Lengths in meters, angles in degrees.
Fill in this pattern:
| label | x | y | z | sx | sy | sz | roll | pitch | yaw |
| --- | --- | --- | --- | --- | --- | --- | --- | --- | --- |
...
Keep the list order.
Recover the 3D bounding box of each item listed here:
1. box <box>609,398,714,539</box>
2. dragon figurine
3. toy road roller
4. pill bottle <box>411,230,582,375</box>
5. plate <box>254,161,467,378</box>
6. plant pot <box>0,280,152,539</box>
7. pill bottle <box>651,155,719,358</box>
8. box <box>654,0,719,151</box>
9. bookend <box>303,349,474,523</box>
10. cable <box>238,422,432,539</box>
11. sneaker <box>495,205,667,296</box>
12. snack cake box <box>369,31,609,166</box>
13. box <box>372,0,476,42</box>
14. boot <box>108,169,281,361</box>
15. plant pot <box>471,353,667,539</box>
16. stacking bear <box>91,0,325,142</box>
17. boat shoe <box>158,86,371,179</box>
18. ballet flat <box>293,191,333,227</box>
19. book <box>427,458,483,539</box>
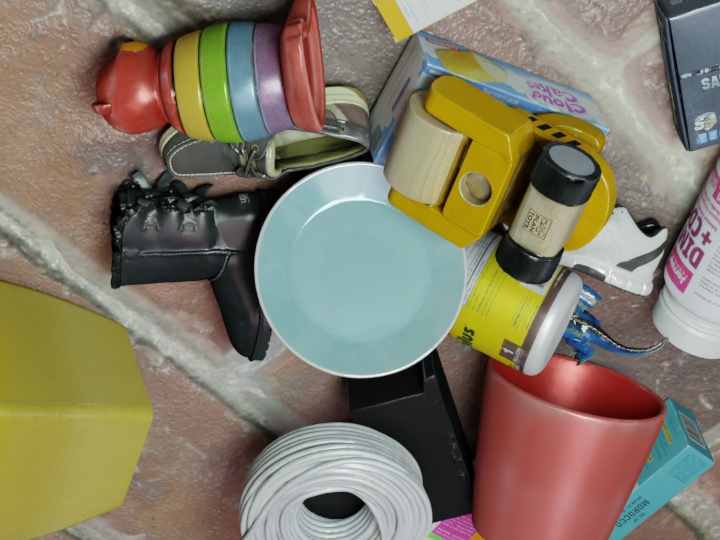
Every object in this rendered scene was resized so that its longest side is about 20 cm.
| label | x | y | z | sx | sy | sz | roll | pitch | yaw |
| --- | --- | --- | --- | --- | --- | --- | --- | --- | --- |
| box | 0.304 | 0.241 | 1.865 | 0.049 | 0.083 | 0.200 | 32 | 116 | -29 |
| dragon figurine | 0.210 | 0.047 | 1.666 | 0.199 | 0.059 | 0.100 | 20 | 161 | 18 |
| toy road roller | 0.135 | -0.093 | 1.477 | 0.199 | 0.146 | 0.123 | 31 | 125 | 13 |
| pill bottle | 0.106 | 0.012 | 1.586 | 0.199 | 0.109 | 0.110 | 27 | 126 | 12 |
| plate | 0.000 | 0.000 | 1.521 | 0.199 | 0.026 | 0.202 | 1 | 83 | -5 |
| plant pot | -0.315 | 0.141 | 1.609 | 0.175 | 0.200 | 0.201 | 3 | 128 | -28 |
| pill bottle | 0.376 | -0.016 | 1.654 | 0.113 | 0.114 | 0.201 | 8 | 126 | -17 |
| box | 0.386 | -0.211 | 1.541 | 0.199 | 0.051 | 0.158 | -16 | 128 | 3 |
| bookend | 0.008 | 0.183 | 1.756 | 0.199 | 0.092 | 0.200 | -15 | 125 | 7 |
| cable | -0.027 | 0.248 | 1.703 | 0.199 | 0.069 | 0.201 | 14 | 123 | -12 |
| sneaker | 0.221 | -0.041 | 1.644 | 0.199 | 0.074 | 0.080 | 17 | 107 | -27 |
| snack cake box | 0.117 | -0.134 | 1.541 | 0.199 | 0.067 | 0.115 | 16 | 122 | -22 |
| box | 0.091 | -0.296 | 1.427 | 0.199 | 0.042 | 0.119 | -27 | 128 | 8 |
| boot | -0.163 | 0.000 | 1.591 | 0.161 | 0.073 | 0.199 | -1 | 121 | -13 |
| plant pot | 0.204 | 0.199 | 1.706 | 0.199 | 0.200 | 0.179 | 9 | 104 | -17 |
| stacking bear | -0.137 | -0.167 | 1.445 | 0.198 | 0.122 | 0.114 | -5 | 115 | 7 |
| boat shoe | -0.087 | -0.118 | 1.511 | 0.199 | 0.066 | 0.072 | -12 | 140 | -1 |
| ballet flat | -0.038 | -0.003 | 1.607 | 0.068 | 0.068 | 0.201 | -25 | 124 | -11 |
| book | 0.161 | 0.262 | 1.868 | 0.133 | 0.048 | 0.200 | 26 | 117 | -35 |
